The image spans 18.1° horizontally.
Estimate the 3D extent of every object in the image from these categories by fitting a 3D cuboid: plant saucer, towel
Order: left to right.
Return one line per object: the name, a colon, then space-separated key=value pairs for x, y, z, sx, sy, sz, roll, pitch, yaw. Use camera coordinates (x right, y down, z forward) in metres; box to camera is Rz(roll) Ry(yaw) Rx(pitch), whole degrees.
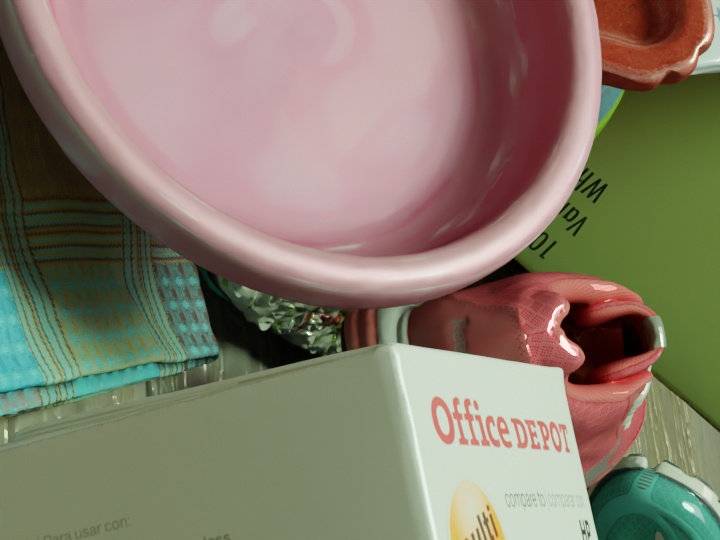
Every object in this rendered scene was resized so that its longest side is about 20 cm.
towel: x=-0.098 y=-0.033 z=0.659 sx=0.200 sy=0.022 sz=0.147 roll=-7 pitch=83 yaw=-71
plant saucer: x=-0.022 y=-0.078 z=0.678 sx=0.200 sy=0.051 sz=0.201 roll=13 pitch=62 yaw=-25

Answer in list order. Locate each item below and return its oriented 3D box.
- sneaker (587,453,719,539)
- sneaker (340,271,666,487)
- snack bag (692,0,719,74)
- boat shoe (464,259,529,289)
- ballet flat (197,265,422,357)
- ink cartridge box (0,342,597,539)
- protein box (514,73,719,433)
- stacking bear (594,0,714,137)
sneaker: x=0.105 y=0.168 z=0.919 sx=0.080 sy=0.077 sz=0.201 roll=-42 pitch=147 yaw=-57
sneaker: x=0.073 y=0.040 z=0.777 sx=0.200 sy=0.087 sz=0.074 roll=7 pitch=66 yaw=-63
snack bag: x=0.181 y=-0.155 z=0.878 sx=0.021 sy=0.199 sz=0.189 roll=116 pitch=-34 yaw=-56
boat shoe: x=0.063 y=0.069 z=0.959 sx=0.072 sy=0.072 sz=0.201 roll=55 pitch=28 yaw=-49
ballet flat: x=0.000 y=0.000 z=0.829 sx=0.200 sy=0.064 sz=0.076 roll=20 pitch=58 yaw=-73
ink cartridge box: x=-0.010 y=0.133 z=0.592 sx=0.147 sy=0.144 sz=0.201 roll=15 pitch=61 yaw=-68
protein box: x=0.170 y=-0.066 z=0.976 sx=0.198 sy=0.200 sz=0.135 roll=40 pitch=19 yaw=9
stacking bear: x=0.047 y=-0.072 z=0.844 sx=0.200 sy=0.121 sz=0.114 roll=96 pitch=-18 yaw=-69
